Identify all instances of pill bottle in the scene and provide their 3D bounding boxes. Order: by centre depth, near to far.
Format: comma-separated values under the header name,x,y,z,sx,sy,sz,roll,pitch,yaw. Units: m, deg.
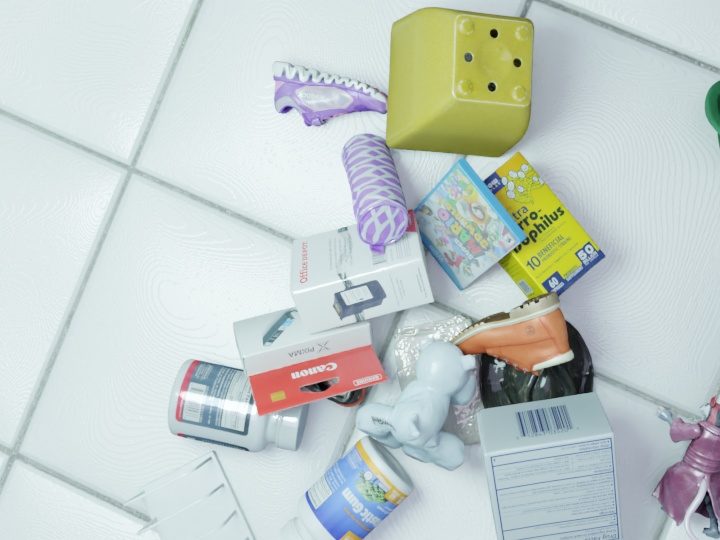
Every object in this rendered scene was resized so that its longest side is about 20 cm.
name,x,y,z,sx,sy,sz,roll,pitch,yaw
pill bottle,-0.025,0.358,1.388,0.200,0.112,0.112,-45,85,3
pill bottle,-0.184,0.213,1.404,0.197,0.120,0.121,11,89,6

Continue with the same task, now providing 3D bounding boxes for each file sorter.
name,x,y,z,sx,sy,sz,roll,pitch,yaw
file sorter,-0.256,0.406,1.403,0.137,0.125,0.202,-26,86,3

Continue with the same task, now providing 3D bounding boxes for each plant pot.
name,x,y,z,sx,sy,sz,roll,pitch,yaw
plant pot,0.158,-0.280,1.322,0.193,0.200,0.197,3,89,-14

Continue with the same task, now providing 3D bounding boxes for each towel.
name,x,y,z,sx,sy,sz,roll,pitch,yaw
towel,0.128,0.177,1.418,0.131,0.034,0.203,-13,87,6

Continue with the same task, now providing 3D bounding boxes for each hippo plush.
name,x,y,z,sx,sy,sz,roll,pitch,yaw
hippo plush,0.086,0.179,1.337,0.158,0.200,0.162,12,69,35

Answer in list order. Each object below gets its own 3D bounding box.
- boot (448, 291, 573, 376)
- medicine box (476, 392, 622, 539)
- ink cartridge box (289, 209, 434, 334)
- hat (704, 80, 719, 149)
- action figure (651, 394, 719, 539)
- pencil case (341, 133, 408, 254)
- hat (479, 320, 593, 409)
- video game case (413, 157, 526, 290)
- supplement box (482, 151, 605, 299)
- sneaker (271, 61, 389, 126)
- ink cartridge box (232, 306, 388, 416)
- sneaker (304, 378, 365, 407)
name,x,y,z,sx,sy,sz,roll,pitch,yaw
boot,0.215,0.111,1.326,0.199,0.075,0.108,-23,91,42
medicine box,0.274,0.298,1.327,0.180,0.103,0.202,-10,118,5
ink cartridge box,0.000,0.000,1.373,0.197,0.145,0.085,-15,122,6
hat,0.581,-0.167,1.395,0.163,0.177,0.202,12,52,8
action figure,0.492,0.277,1.331,0.132,0.149,0.203,13,103,12
pencil case,0.017,-0.122,1.359,0.083,0.201,0.086,13,126,-19
hat,0.271,0.165,1.372,0.198,0.081,0.204,0,88,-1
video game case,0.150,-0.063,1.351,0.018,0.200,0.144,-36,84,-28
supplement box,0.251,-0.058,1.369,0.109,0.110,0.201,-39,85,-6
sneaker,-0.051,-0.264,1.432,0.198,0.080,0.090,15,96,11
ink cartridge box,-0.077,0.118,1.354,0.197,0.177,0.045,-14,125,-11
sneaker,-0.082,0.142,1.414,0.198,0.082,0.078,27,92,9
